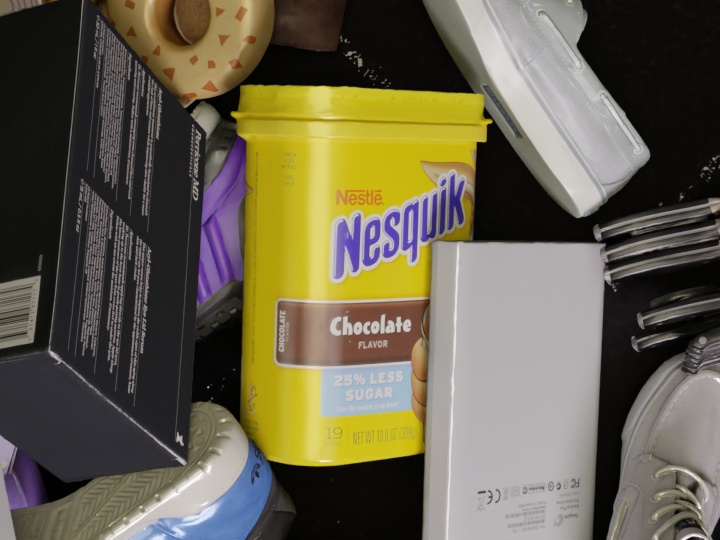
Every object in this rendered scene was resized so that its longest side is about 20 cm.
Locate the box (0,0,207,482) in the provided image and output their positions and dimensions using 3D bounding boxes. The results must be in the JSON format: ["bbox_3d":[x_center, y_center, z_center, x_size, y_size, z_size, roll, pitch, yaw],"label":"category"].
[{"bbox_3d":[-0.144,-0.014,0.970,0.079,0.141,0.200,-11,59,21],"label":"box"}]

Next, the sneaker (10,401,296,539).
[{"bbox_3d":[-0.127,0.161,1.021,0.200,0.077,0.111,-34,131,1],"label":"sneaker"}]

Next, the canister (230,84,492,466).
[{"bbox_3d":[0.000,0.000,1.064,0.148,0.086,0.201,-3,96,-44],"label":"canister"}]

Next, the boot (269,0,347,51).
[{"bbox_3d":[-0.004,-0.209,1.099,0.199,0.072,0.167,6,104,-2],"label":"boot"}]

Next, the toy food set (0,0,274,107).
[{"bbox_3d":[-0.156,-0.165,1.075,0.198,0.049,0.200,-27,94,20],"label":"toy food set"}]

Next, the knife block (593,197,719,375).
[{"bbox_3d":[0.239,-0.024,1.091,0.175,0.064,0.200,32,77,12],"label":"knife block"}]

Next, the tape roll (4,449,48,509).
[{"bbox_3d":[-0.282,0.155,1.104,0.200,0.066,0.201,0,93,0],"label":"tape roll"}]

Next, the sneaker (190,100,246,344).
[{"bbox_3d":[-0.092,0.013,1.096,0.099,0.070,0.200,25,93,-3],"label":"sneaker"}]

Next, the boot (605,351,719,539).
[{"bbox_3d":[0.180,0.142,1.076,0.073,0.096,0.200,19,83,-11],"label":"boot"}]

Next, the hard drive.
[{"bbox_3d":[0.087,0.083,1.079,0.027,0.132,0.201,5,94,44],"label":"hard drive"}]

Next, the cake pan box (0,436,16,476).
[{"bbox_3d":[-0.293,0.033,1.017,0.184,0.200,0.052,0,132,-29],"label":"cake pan box"}]

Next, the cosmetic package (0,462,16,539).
[{"bbox_3d":[-0.269,0.155,0.960,0.200,0.113,0.081,-33,63,40],"label":"cosmetic package"}]

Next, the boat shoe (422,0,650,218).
[{"bbox_3d":[0.096,-0.128,1.088,0.071,0.070,0.201,-36,106,-8],"label":"boat shoe"}]
